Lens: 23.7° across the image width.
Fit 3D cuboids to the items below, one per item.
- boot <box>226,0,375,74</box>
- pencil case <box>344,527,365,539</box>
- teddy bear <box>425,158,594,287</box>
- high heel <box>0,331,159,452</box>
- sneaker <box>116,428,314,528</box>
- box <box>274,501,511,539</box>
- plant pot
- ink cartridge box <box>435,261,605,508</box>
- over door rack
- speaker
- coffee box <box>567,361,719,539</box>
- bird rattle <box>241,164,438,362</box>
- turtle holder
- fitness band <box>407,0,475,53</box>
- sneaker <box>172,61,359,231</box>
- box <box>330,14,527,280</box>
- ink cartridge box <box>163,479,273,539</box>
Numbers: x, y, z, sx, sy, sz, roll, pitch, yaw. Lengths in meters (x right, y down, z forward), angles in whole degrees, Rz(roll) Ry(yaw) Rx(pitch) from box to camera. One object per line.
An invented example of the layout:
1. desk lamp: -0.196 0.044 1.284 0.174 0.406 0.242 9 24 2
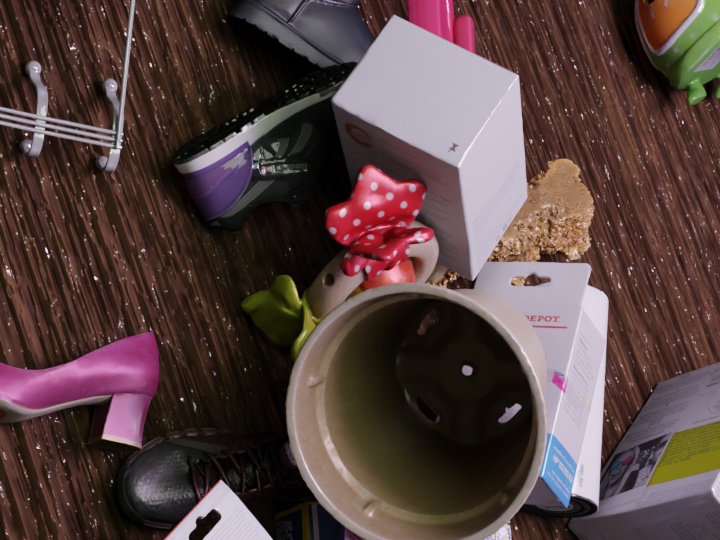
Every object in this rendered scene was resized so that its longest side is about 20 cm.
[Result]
1. boot: -0.001 -0.246 1.535 0.199 0.076 0.169 32 82 -12
2. pencil case: 0.028 0.288 1.346 0.087 0.087 0.203 -13 110 -34
3. teddy bear: 0.119 -0.043 1.583 0.199 0.067 0.146 -31 79 -30
4. high heel: -0.243 0.071 1.313 0.198 0.067 0.097 17 68 -28
5. sneaker: -0.087 0.148 1.354 0.198 0.115 0.077 -8 78 -33
6. box: 0.030 0.231 1.429 0.198 0.064 0.071 5 71 -29
7. plant pot: 0.066 0.095 1.336 0.202 0.199 0.183 61 20 1
8. ink cartridge box: 0.139 0.096 1.483 0.068 0.114 0.202 48 51 -49
9. over door rack: -0.252 -0.191 1.388 0.146 0.066 0.203 10 89 -28
10. speaker: 0.180 0.114 1.549 0.080 0.081 0.202 18 64 -25
11. coffee box: 0.353 0.212 1.549 0.200 0.200 0.198 46 56 -10
12. bird rattle: 0.000 0.000 1.424 0.113 0.201 0.162 43 23 24
13. turtle holder: 0.363 -0.268 1.757 0.185 0.141 0.132 -32 74 -26
14. fitness band: 0.072 -0.215 1.569 0.144 0.037 0.202 52 32 -61
15. sneaker: -0.056 -0.105 1.465 0.199 0.076 0.088 -29 108 -6
16. box: 0.062 -0.099 1.440 0.124 0.201 0.098 28 70 19
17. ink cartridge box: -0.076 0.266 1.269 0.200 0.050 0.109 50 31 -2
